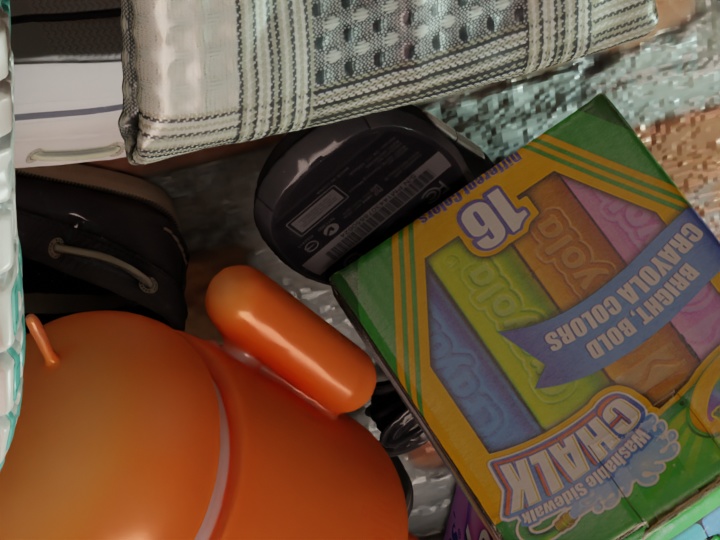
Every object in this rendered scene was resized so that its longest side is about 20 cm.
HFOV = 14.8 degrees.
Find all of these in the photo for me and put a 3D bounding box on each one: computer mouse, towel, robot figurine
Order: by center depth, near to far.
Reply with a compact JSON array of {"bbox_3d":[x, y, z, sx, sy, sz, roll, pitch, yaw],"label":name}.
[{"bbox_3d":[0.015,-0.139,0.807,0.191,0.035,0.201,-14,120,-25],"label":"towel"},{"bbox_3d":[-0.062,0.082,0.959,0.143,0.117,0.200,-31,143,27],"label":"robot figurine"},{"bbox_3d":[0.000,0.000,1.029,0.140,0.046,0.200,-42,144,16],"label":"computer mouse"}]

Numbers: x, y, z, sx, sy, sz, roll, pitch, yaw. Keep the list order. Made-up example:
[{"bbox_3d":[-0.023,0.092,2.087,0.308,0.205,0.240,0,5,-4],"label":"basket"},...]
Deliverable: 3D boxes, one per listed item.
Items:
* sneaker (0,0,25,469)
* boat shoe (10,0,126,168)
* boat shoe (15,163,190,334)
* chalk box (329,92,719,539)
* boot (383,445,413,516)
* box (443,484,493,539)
[{"bbox_3d":[-0.147,-0.016,0.832,0.090,0.078,0.202,-2,108,-5],"label":"sneaker"},{"bbox_3d":[-0.150,-0.055,0.896,0.198,0.074,0.067,0,134,-19],"label":"boat shoe"},{"bbox_3d":[-0.151,-0.004,0.961,0.199,0.063,0.073,5,134,-25],"label":"boat shoe"},{"bbox_3d":[0.100,0.064,0.968,0.123,0.200,0.125,-34,147,-1],"label":"chalk box"},{"bbox_3d":[-0.041,0.148,1.174,0.199,0.070,0.174,-21,143,16],"label":"boot"},{"bbox_3d":[0.105,0.162,1.124,0.096,0.201,0.177,-4,138,-13],"label":"box"}]
